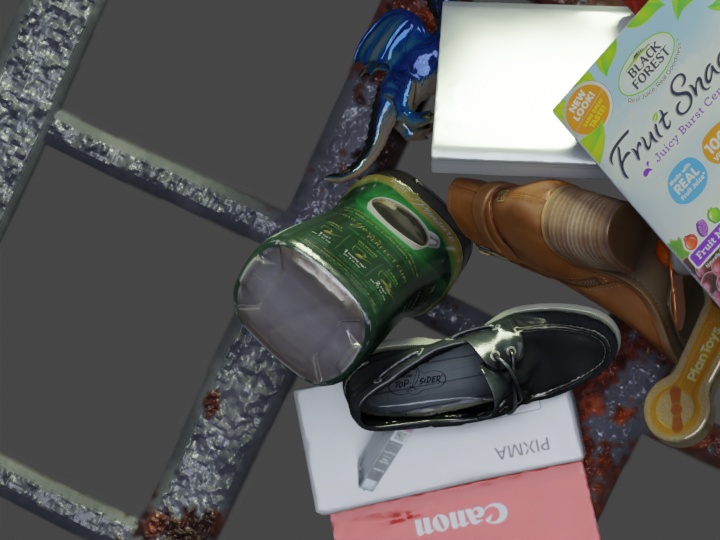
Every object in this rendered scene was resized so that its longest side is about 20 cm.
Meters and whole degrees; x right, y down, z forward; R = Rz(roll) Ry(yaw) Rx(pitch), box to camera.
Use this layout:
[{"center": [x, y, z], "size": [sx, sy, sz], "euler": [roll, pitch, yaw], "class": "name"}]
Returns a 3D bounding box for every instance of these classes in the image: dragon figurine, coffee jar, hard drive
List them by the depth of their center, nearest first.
[{"center": [0.152, -0.125, 1.605], "size": [0.198, 0.026, 0.133], "euler": [3, 61, 5], "class": "hard drive"}, {"center": [0.000, 0.000, 1.612], "size": [0.104, 0.200, 0.085], "euler": [41, 121, 8], "class": "coffee jar"}, {"center": [0.031, -0.151, 1.682], "size": [0.200, 0.059, 0.100], "euler": [-41, 80, -1], "class": "dragon figurine"}]

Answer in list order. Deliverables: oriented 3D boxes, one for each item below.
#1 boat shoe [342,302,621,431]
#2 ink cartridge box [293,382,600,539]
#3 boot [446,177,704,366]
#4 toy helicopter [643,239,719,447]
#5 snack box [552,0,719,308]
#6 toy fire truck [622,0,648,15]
[{"center": [0.082, 0.074, 1.605], "size": [0.198, 0.066, 0.075], "euler": [-6, 116, 8], "class": "boat shoe"}, {"center": [0.065, 0.151, 1.668], "size": [0.199, 0.044, 0.175], "euler": [-12, 84, 6], "class": "ink cartridge box"}, {"center": [0.159, -0.001, 1.639], "size": [0.155, 0.200, 0.077], "euler": [13, 74, 43], "class": "boot"}, {"center": [0.237, 0.020, 1.530], "size": [0.132, 0.079, 0.201], "euler": [25, 83, 27], "class": "toy helicopter"}, {"center": [0.235, -0.083, 1.487], "size": [0.142, 0.053, 0.200], "euler": [-47, 59, 18], "class": "snack box"}, {"center": [0.208, -0.242, 1.633], "size": [0.199, 0.141, 0.049], "euler": [-24, 127, -3], "class": "toy fire truck"}]
